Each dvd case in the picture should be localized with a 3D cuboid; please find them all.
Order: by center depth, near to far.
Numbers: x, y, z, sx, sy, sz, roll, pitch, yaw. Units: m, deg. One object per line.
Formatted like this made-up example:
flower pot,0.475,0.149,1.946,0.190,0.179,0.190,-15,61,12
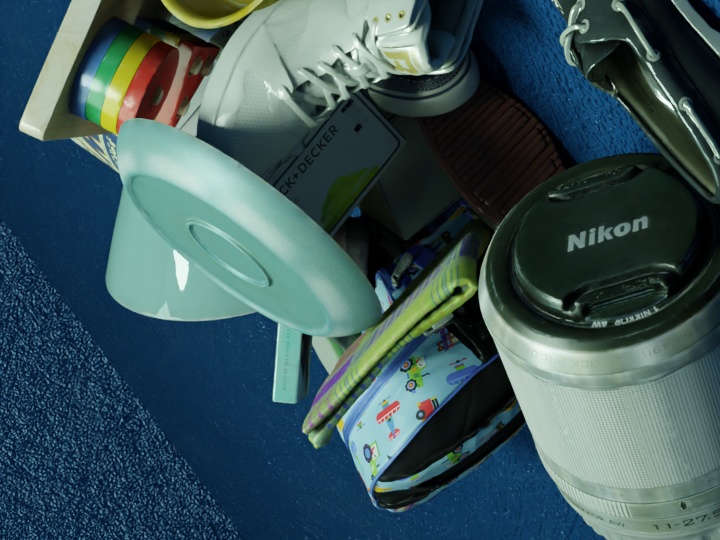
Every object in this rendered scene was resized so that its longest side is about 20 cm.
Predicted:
dvd case,-0.047,0.024,1.679,0.200,0.022,0.147,94,180,-88

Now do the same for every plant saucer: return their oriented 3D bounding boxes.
plant saucer,-0.075,-0.019,1.374,0.199,0.027,0.200,34,164,11

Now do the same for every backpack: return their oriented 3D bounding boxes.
backpack,0.058,0.064,1.530,0.135,0.200,0.183,47,173,16

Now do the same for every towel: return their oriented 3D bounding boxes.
towel,0.026,0.035,1.355,0.023,0.144,0.200,44,-170,-2

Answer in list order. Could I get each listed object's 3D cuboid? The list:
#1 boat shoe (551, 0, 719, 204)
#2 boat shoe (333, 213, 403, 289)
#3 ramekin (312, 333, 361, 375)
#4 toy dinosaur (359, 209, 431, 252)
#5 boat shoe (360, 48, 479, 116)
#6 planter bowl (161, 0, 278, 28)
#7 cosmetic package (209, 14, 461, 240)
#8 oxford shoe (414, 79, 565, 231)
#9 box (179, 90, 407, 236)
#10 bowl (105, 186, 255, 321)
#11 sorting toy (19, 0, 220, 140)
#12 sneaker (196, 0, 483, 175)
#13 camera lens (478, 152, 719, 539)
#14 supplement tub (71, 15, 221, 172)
boat shoe,0.140,-0.118,1.154,0.200,0.060,0.076,45,164,23
boat shoe,0.000,0.000,1.594,0.064,0.073,0.200,6,168,15
ramekin,0.043,0.070,1.817,0.200,0.097,0.200,47,165,17
toy dinosaur,0.034,-0.007,1.703,0.200,0.089,0.047,43,-155,28
boat shoe,-0.007,-0.177,1.426,0.200,0.075,0.093,37,163,39
planter bowl,-0.043,-0.234,1.302,0.083,0.202,0.200,7,-164,-37
cosmetic package,-0.015,-0.115,1.606,0.200,0.071,0.106,35,158,46
oxford shoe,0.105,-0.042,1.427,0.200,0.071,0.074,49,168,10
box,-0.066,-0.068,1.491,0.060,0.117,0.200,44,165,-23
bowl,-0.129,-0.049,1.926,0.200,0.200,0.106,33,138,50
sorting toy,-0.135,-0.173,1.512,0.069,0.200,0.200,26,-171,5
sneaker,-0.008,-0.127,1.317,0.115,0.201,0.074,29,171,48
camera lens,0.163,0.046,1.277,0.160,0.160,0.201,37,160,43
supplement tub,-0.154,-0.137,1.825,0.200,0.145,0.146,34,157,50
